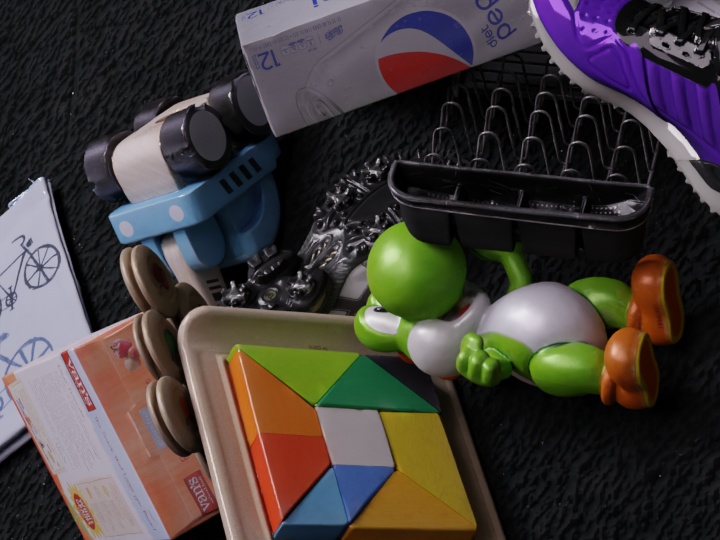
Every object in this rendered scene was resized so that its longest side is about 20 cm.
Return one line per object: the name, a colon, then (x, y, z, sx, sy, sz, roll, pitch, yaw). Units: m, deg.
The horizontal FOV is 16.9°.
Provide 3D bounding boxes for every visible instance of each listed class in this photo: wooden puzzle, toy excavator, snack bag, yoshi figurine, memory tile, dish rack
wooden puzzle: (-0.005, 0.109, 1.449, 0.037, 0.185, 0.200, -54, 41, 45)
toy excavator: (-0.108, -0.012, 1.662, 0.100, 0.200, 0.194, -16, 16, 37)
snack bag: (-0.279, 0.054, 1.835, 0.189, 0.021, 0.200, -39, 49, 21)
yoshi figurine: (0.082, 0.019, 1.430, 0.200, 0.112, 0.112, 4, 93, 27)
memory tile: (-0.084, 0.081, 1.520, 0.017, 0.200, 0.153, -26, 52, 15)
dish rack: (0.111, -0.086, 1.450, 0.153, 0.055, 0.200, 7, 46, 13)

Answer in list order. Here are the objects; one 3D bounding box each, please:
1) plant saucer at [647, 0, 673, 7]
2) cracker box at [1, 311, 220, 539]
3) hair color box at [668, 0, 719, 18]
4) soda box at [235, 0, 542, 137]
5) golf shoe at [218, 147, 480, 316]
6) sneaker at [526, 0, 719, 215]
plant saucer: (0.179, -0.251, 1.545, 0.200, 0.050, 0.200, -20, 58, 35)
cracker box: (-0.158, 0.107, 1.569, 0.134, 0.058, 0.200, 64, 159, -3)
hair color box: (0.279, -0.201, 1.423, 0.200, 0.061, 0.099, -56, 45, 7)
soda box: (0.029, -0.149, 1.451, 0.200, 0.063, 0.068, -20, 23, 1)
golf shoe: (0.000, 0.000, 1.575, 0.200, 0.095, 0.078, -36, 45, -10)
sneaker: (0.188, -0.121, 1.368, 0.070, 0.200, 0.100, -43, -6, -39)
